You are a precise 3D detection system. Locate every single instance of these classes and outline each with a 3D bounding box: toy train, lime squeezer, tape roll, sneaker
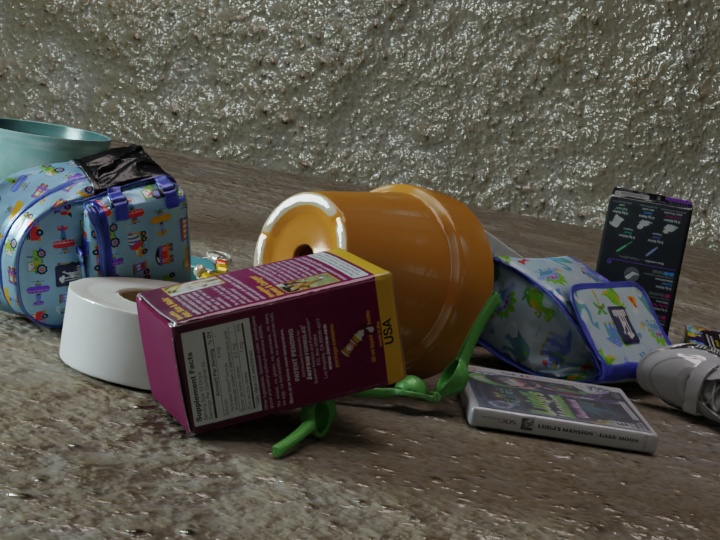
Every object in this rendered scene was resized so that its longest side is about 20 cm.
[{"bbox_3d":[-0.140,0.027,1.899,0.200,0.056,0.150,20,11,40],"label":"toy train"},{"bbox_3d":[0.059,0.097,1.550,0.200,0.071,0.038,-25,21,-11],"label":"lime squeezer"},{"bbox_3d":[-0.054,0.121,1.410,0.070,0.038,0.200,10,10,-12],"label":"lime squeezer"},{"bbox_3d":[-0.187,0.061,1.552,0.202,0.071,0.202,9,9,-1],"label":"tape roll"},{"bbox_3d":[0.379,0.128,1.693,0.200,0.075,0.115,16,8,21],"label":"sneaker"}]

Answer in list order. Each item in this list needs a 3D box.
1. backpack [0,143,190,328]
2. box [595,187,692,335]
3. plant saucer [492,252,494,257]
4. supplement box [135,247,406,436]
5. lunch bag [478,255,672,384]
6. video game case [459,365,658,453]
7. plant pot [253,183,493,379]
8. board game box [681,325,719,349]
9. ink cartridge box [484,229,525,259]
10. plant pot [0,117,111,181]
[{"bbox_3d":[-0.289,-0.023,1.661,0.200,0.183,0.135,-15,34,-31],"label":"backpack"},{"bbox_3d":[0.354,0.003,2.064,0.106,0.200,0.122,11,9,10],"label":"box"},{"bbox_3d":[0.059,0.020,1.825,0.200,0.027,0.200,-30,5,3],"label":"plant saucer"},{"bbox_3d":[-0.079,0.058,1.403,0.200,0.103,0.131,-13,16,-19],"label":"supplement box"},{"bbox_3d":[0.247,0.066,1.841,0.170,0.128,0.200,-1,31,-49],"label":"lunch bag"},{"bbox_3d":[0.191,0.136,1.623,0.181,0.023,0.200,9,9,-2],"label":"video game case"},{"bbox_3d":[0.000,0.000,1.611,0.200,0.201,0.183,17,1,42],"label":"plant pot"},{"bbox_3d":[0.461,0.120,1.903,0.165,0.057,0.200,13,9,9],"label":"board game box"},{"bbox_3d":[0.176,0.004,2.071,0.200,0.068,0.116,35,-1,-24],"label":"ink cartridge box"},{"bbox_3d":[-0.472,-0.142,2.357,0.200,0.134,0.200,9,9,-1],"label":"plant pot"}]
